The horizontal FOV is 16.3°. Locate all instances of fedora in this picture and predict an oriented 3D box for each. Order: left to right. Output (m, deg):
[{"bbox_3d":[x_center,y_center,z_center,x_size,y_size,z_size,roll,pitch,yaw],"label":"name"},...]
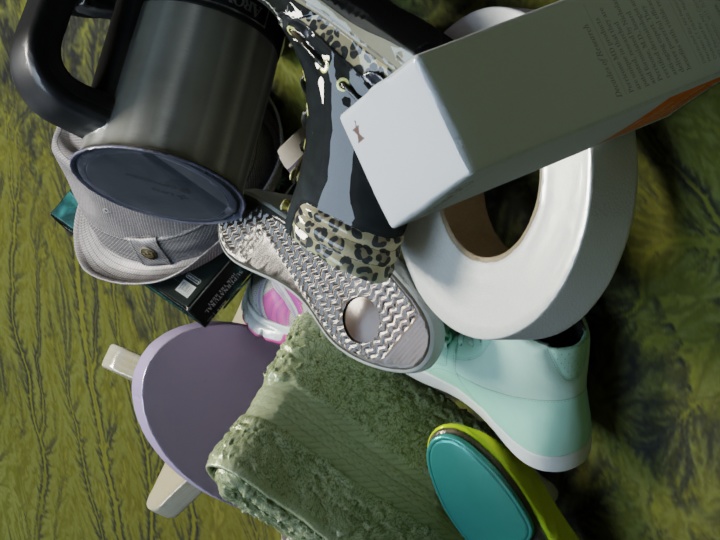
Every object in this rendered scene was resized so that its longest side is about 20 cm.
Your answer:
[{"bbox_3d":[-0.153,-0.083,1.806,0.200,0.177,0.090,8,155,41],"label":"fedora"}]

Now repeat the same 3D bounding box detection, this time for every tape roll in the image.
[{"bbox_3d":[0.089,-0.058,1.499,0.203,0.037,0.203,-4,86,56],"label":"tape roll"}]

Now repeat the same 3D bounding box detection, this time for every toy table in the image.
[{"bbox_3d":[-0.095,0.103,1.866,0.200,0.184,0.117,41,167,-24],"label":"toy table"}]

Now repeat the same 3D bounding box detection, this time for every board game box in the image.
[{"bbox_3d":[-0.131,-0.052,1.855,0.200,0.135,0.028,33,170,47],"label":"board game box"}]

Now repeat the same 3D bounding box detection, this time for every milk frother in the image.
[{"bbox_3d":[-0.146,-0.134,1.673,0.200,0.180,0.188,124,162,-69],"label":"milk frother"}]

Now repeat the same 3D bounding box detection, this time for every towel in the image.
[{"bbox_3d":[0.011,0.131,1.649,0.200,0.148,0.036,35,157,-9],"label":"towel"}]

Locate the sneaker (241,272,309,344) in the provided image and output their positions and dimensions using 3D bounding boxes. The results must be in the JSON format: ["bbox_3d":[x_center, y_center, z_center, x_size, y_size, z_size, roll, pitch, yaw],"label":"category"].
[{"bbox_3d":[-0.022,0.017,1.768,0.200,0.081,0.088,36,116,61],"label":"sneaker"}]

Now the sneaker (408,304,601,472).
[{"bbox_3d":[0.080,0.028,1.606,0.200,0.074,0.118,38,140,37],"label":"sneaker"}]

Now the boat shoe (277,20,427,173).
[{"bbox_3d":[0.021,-0.086,1.644,0.093,0.075,0.200,52,153,2],"label":"boat shoe"}]

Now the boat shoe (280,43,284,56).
[{"bbox_3d":[-0.119,-0.224,1.780,0.200,0.062,0.075,58,148,14],"label":"boat shoe"}]

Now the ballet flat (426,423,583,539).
[{"bbox_3d":[0.115,0.175,1.636,0.067,0.067,0.200,-31,95,42],"label":"ballet flat"}]

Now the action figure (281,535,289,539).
[{"bbox_3d":[-0.017,0.233,1.856,0.200,0.119,0.102,-30,51,20],"label":"action figure"}]

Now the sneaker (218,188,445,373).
[{"bbox_3d":[0.000,0.000,1.624,0.200,0.085,0.073,38,116,37],"label":"sneaker"}]

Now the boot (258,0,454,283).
[{"bbox_3d":[-0.026,-0.101,1.542,0.204,0.073,0.154,36,116,33],"label":"boot"}]

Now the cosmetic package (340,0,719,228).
[{"bbox_3d":[0.102,-0.098,1.345,0.071,0.200,0.101,65,152,5],"label":"cosmetic package"}]
